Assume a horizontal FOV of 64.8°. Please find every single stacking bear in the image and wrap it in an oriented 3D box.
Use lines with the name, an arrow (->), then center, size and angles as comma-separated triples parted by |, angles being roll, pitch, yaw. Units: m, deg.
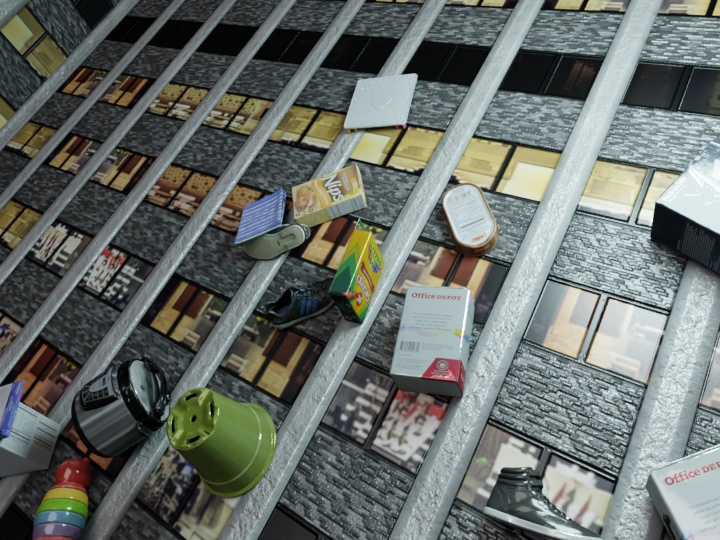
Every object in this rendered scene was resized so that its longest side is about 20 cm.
stacking bear -> -0.652, 0.521, 1.256 | 0.117, 0.115, 0.205 | -16, 48, 11

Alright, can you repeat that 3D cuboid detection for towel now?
towel -> -0.273, -0.152, 1.555 | 0.140, 0.024, 0.202 | -22, 31, 9

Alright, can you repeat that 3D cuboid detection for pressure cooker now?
pressure cooker -> -0.533, 0.304, 1.307 | 0.196, 0.179, 0.180 | -29, 90, 0

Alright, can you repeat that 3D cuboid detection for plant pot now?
plant pot -> -0.299, 0.339, 1.172 | 0.193, 0.192, 0.206 | -10, 54, 15

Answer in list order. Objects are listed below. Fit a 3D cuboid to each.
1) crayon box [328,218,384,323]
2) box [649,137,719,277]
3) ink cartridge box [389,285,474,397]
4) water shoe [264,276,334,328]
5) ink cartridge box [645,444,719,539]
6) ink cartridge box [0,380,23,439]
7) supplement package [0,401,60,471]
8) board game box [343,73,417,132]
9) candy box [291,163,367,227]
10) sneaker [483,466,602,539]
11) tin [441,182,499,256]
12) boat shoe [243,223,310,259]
crayon box -> 0.000, 0.000, 1.313 | 0.049, 0.128, 0.205 | 8, 61, 25
box -> 0.709, -0.115, 1.097 | 0.199, 0.125, 0.196 | -42, 50, -9
ink cartridge box -> 0.154, 0.144, 1.180 | 0.140, 0.084, 0.206 | 1, 58, 24
water shoe -> -0.136, 0.070, 1.354 | 0.196, 0.080, 0.072 | -31, 51, 0
ink cartridge box -> 0.544, 0.385, 0.844 | 0.141, 0.084, 0.205 | -22, 52, 8
ink cartridge box -> -0.855, 0.336, 1.304 | 0.194, 0.042, 0.122 | -19, 50, 13
supplement package -> -0.874, 0.417, 1.383 | 0.193, 0.157, 0.114 | -12, 51, 14
board game box -> 0.063, -0.495, 1.684 | 0.193, 0.026, 0.206 | 1, 58, 23
candy box -> -0.086, -0.197, 1.528 | 0.193, 0.056, 0.119 | -19, 52, 10
sneaker -> 0.310, 0.391, 0.955 | 0.194, 0.071, 0.102 | 7, 65, 31
tin -> 0.257, -0.125, 1.348 | 0.109, 0.042, 0.205 | -24, 52, 12
boat shoe -> -0.223, -0.080, 1.514 | 0.193, 0.074, 0.068 | -13, 16, 23
